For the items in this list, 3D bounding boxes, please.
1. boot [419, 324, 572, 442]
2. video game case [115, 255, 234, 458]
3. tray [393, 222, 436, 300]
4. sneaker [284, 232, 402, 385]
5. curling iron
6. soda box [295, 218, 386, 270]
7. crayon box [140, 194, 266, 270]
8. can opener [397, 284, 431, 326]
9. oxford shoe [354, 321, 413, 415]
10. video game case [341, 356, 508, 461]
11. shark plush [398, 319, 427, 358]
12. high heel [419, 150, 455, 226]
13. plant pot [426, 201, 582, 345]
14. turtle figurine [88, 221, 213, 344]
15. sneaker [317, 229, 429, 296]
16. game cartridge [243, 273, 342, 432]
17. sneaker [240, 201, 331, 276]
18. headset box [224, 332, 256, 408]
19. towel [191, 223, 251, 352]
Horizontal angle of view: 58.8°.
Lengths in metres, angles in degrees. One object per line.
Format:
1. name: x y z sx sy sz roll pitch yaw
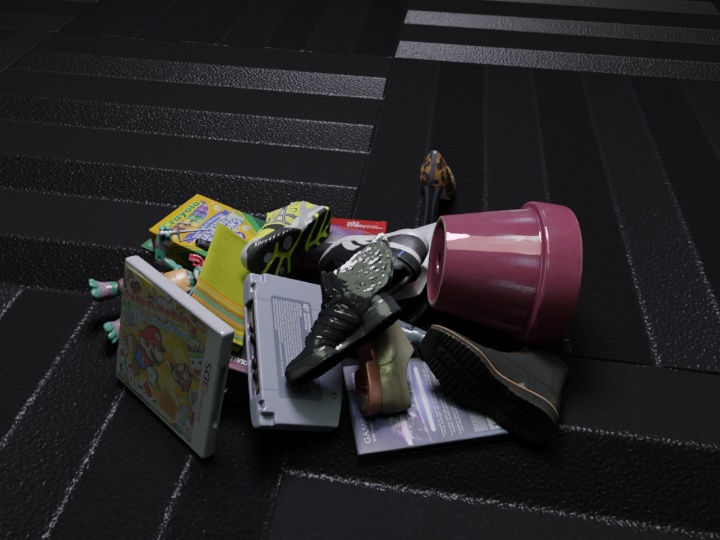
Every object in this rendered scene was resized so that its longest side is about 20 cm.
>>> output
1. boot: 0.184 0.123 0.857 0.199 0.078 0.138 39 38 8
2. video game case: -0.241 0.107 0.804 0.198 0.185 0.023 30 29 31
3. tray: 0.084 -0.020 1.031 0.106 0.022 0.201 -16 27 40
4. sneaker: -0.027 0.048 0.797 0.198 0.060 0.105 -34 72 -3
5. curling iron: -0.174 -0.015 0.975 0.198 0.026 0.050 18 24 -52
6. soda box: -0.055 -0.043 1.065 0.195 0.064 0.071 5 42 4
7. crayon box: -0.266 -0.060 1.091 0.197 0.052 0.126 21 45 22
8. can opener: 0.115 0.014 1.006 0.063 0.079 0.199 35 61 24
9. oxford shoe: 0.031 0.089 0.851 0.072 0.071 0.205 4 74 -18
10. video game case: 0.081 0.175 0.853 0.195 0.019 0.144 -7 41 -7
11. shark plush: 0.033 0.082 0.902 0.198 0.085 0.091 25 47 30
12. high heel: 0.145 -0.193 1.177 0.070 0.145 0.202 8 41 9
13. plant pot: 0.191 -0.002 0.904 0.175 0.203 0.202 6 40 -4
14. turtle figurine: -0.291 0.024 0.955 0.197 0.101 0.151 -24 63 -14
15. sneaker: 0.000 0.000 0.956 0.197 0.074 0.112 -15 26 31
16. game cartridge: -0.086 0.108 0.833 0.131 0.040 0.204 12 57 -34
17. sneaker: -0.121 -0.049 0.965 0.075 0.077 0.199 19 29 22
18. headset box: -0.173 0.095 0.895 0.145 0.076 0.201 13 42 14
19. towel: -0.180 0.015 0.876 0.086 0.018 0.202 38 32 -25
